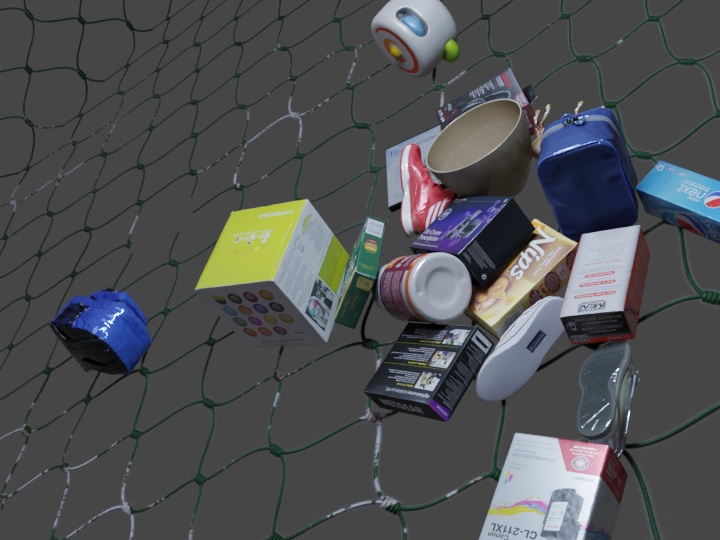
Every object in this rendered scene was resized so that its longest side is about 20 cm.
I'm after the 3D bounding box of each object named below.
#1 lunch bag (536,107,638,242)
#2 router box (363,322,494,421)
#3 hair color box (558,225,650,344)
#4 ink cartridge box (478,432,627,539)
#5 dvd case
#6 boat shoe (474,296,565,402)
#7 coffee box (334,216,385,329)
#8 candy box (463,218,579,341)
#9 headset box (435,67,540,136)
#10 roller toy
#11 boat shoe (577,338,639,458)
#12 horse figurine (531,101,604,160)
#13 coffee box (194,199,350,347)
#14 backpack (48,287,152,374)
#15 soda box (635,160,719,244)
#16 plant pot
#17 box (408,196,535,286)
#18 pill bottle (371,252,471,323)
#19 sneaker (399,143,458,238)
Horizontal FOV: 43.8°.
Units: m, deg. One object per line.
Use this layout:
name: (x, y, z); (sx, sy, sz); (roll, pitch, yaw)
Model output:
lunch bag: (0.373, -0.167, 1.476); (0.134, 0.201, 0.133); (-14, 31, 24)
router box: (0.106, 0.159, 1.447); (0.150, 0.051, 0.199); (-54, 23, -19)
hair color box: (0.378, 0.020, 1.374); (0.100, 0.062, 0.201); (-9, 35, 33)
ink cartridge box: (0.250, 0.329, 1.177); (0.144, 0.083, 0.201); (0, 51, 37)
dvd case: (0.120, -0.218, 1.882); (0.141, 0.018, 0.201); (-23, 40, 20)
boat shoe: (0.249, 0.119, 1.405); (0.201, 0.072, 0.066); (-53, 8, 2)
coffee box: (0.000, 0.000, 1.653); (0.201, 0.043, 0.124); (-79, 10, -56)
candy box: (0.267, 0.016, 1.499); (0.200, 0.055, 0.115); (-43, 37, -5)
headset box: (0.265, -0.309, 1.810); (0.198, 0.077, 0.150); (-28, 39, 15)
roller toy: (0.119, -0.548, 2.079); (0.140, 0.183, 0.199); (-47, 39, -11)
boat shoe: (0.353, 0.177, 1.263); (0.074, 0.065, 0.203); (-24, 25, 32)
horse figurine: (0.373, -0.248, 1.671); (0.198, 0.050, 0.134); (3, 74, 30)
coffee box: (-0.161, 0.009, 1.733); (0.198, 0.198, 0.202); (-6, 48, 34)
backpack: (-0.554, 0.128, 1.960); (0.198, 0.163, 0.169); (7, 53, 43)
soda box: (0.531, -0.101, 1.397); (0.068, 0.064, 0.200); (-45, 38, -8)
plant pot: (0.240, -0.202, 1.665); (0.199, 0.135, 0.201); (-29, 30, 19)
box: (0.191, -0.056, 1.565); (0.141, 0.079, 0.200); (-43, 18, -13)
pill bottle: (0.098, 0.030, 1.528); (0.114, 0.114, 0.200); (-50, 15, -15)
sneaker: (0.141, -0.162, 1.760); (0.114, 0.078, 0.203); (-7, 70, 19)
